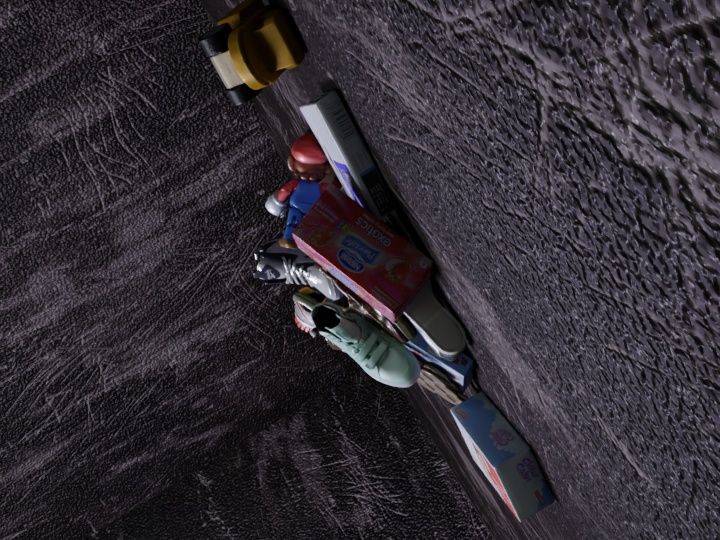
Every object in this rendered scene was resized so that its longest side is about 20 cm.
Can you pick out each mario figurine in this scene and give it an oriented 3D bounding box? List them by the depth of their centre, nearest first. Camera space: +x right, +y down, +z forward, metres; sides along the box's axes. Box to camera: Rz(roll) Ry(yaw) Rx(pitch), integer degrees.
[{"bbox_3d":[-0.088,-0.136,1.566,0.105,0.122,0.204,9,91,48],"label":"mario figurine"}]

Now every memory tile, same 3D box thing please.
[{"bbox_3d":[0.124,0.189,1.572,0.152,0.017,0.200,27,168,39],"label":"memory tile"}]

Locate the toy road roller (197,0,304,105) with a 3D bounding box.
[{"bbox_3d":[-0.151,-0.366,1.458,0.124,0.144,0.201,61,-147,-25],"label":"toy road roller"}]

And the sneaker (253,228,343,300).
[{"bbox_3d":[-0.124,0.003,1.640,0.200,0.128,0.080,50,153,35],"label":"sneaker"}]

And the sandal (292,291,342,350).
[{"bbox_3d":[-0.048,0.109,1.643,0.199,0.058,0.080,33,174,21],"label":"sandal"}]

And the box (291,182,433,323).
[{"bbox_3d":[0.004,-0.024,1.355,0.199,0.100,0.096,38,173,9],"label":"box"}]

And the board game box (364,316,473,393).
[{"bbox_3d":[0.099,0.128,1.526,0.198,0.037,0.152,31,167,15],"label":"board game box"}]

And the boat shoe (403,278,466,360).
[{"bbox_3d":[0.096,0.058,1.413,0.201,0.072,0.062,53,170,25],"label":"boat shoe"}]

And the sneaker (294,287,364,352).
[{"bbox_3d":[-0.047,0.092,1.713,0.197,0.078,0.083,18,139,24],"label":"sneaker"}]

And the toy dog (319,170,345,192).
[{"bbox_3d":[-0.052,-0.106,1.683,0.195,0.138,0.201,57,173,38],"label":"toy dog"}]

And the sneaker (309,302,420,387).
[{"bbox_3d":[0.001,0.122,1.463,0.199,0.074,0.118,33,-178,23],"label":"sneaker"}]

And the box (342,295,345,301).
[{"bbox_3d":[0.035,0.074,1.827,0.202,0.049,0.159,63,-144,-32],"label":"box"}]

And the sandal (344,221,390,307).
[{"bbox_3d":[0.000,0.000,1.595,0.075,0.044,0.202,57,136,43],"label":"sandal"}]

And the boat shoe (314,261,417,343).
[{"bbox_3d":[0.005,0.043,1.439,0.203,0.075,0.075,50,-165,8],"label":"boat shoe"}]

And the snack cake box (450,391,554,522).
[{"bbox_3d":[0.225,0.295,1.456,0.116,0.066,0.200,64,175,-23],"label":"snack cake box"}]

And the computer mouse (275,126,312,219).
[{"bbox_3d":[-0.113,-0.184,1.641,0.034,0.202,0.059,25,-168,-13],"label":"computer mouse"}]

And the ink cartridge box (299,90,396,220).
[{"bbox_3d":[-0.023,-0.182,1.420,0.200,0.043,0.200,61,174,-13],"label":"ink cartridge box"}]
